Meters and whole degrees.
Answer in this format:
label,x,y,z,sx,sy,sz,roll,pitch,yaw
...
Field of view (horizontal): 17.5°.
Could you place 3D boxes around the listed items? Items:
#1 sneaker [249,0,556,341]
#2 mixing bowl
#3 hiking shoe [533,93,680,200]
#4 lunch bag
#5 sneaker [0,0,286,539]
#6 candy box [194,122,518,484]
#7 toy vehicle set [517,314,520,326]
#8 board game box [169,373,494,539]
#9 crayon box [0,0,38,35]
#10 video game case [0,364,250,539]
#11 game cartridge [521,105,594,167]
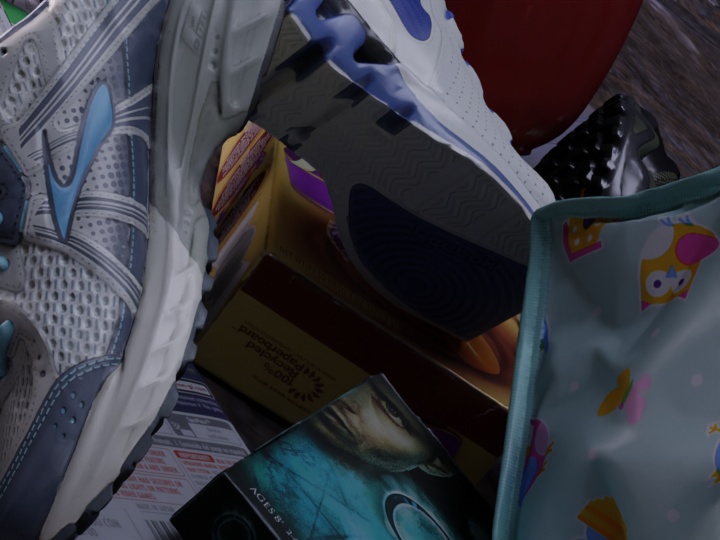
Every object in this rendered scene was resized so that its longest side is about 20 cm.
label,x,y,z,sx,sy,sz,roll,pitch,yaw
sneaker,0.010,-0.080,0.808,0.199,0.080,0.115,44,47,-20
mixing bowl,0.037,-0.112,1.076,0.199,0.109,0.200,7,1,0
hiking shoe,0.125,-0.001,1.043,0.101,0.076,0.200,41,27,-20
lunch bag,0.129,0.089,0.725,0.170,0.122,0.201,34,51,-41
sneaker,-0.084,-0.017,0.625,0.086,0.078,0.201,19,64,-16
candy box,0.000,0.000,0.906,0.116,0.057,0.200,33,20,-14
toy vehicle set,0.090,0.028,1.043,0.124,0.027,0.200,20,27,-42
board game box,0.039,0.127,0.700,0.200,0.028,0.135,50,22,5
crayon box,-0.158,-0.075,0.736,0.172,0.058,0.200,27,13,-26
video game case,-0.115,0.033,0.684,0.200,0.023,0.182,13,32,-48
game cartridge,0.070,-0.086,1.245,0.130,0.038,0.200,43,20,21
